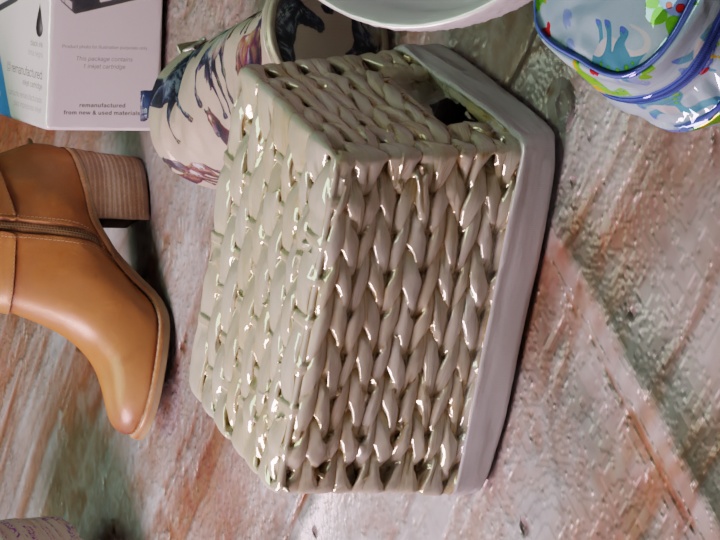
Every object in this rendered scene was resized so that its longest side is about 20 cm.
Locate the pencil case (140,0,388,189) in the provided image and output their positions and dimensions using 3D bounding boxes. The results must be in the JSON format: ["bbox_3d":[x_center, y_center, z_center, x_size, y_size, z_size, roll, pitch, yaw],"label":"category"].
[{"bbox_3d":[-0.055,-0.108,1.391,0.200,0.077,0.090,-24,90,62],"label":"pencil case"}]

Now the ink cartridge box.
[{"bbox_3d":[-0.192,-0.200,1.654,0.144,0.084,0.202,19,108,62],"label":"ink cartridge box"}]

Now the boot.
[{"bbox_3d":[-0.211,0.016,1.626,0.074,0.154,0.201,-37,59,58],"label":"boot"}]

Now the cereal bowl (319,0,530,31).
[{"bbox_3d":[0.044,-0.209,1.142,0.199,0.083,0.202,2,95,33],"label":"cereal bowl"}]

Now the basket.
[{"bbox_3d":[0.000,0.000,1.237,0.136,0.123,0.201,45,130,53],"label":"basket"}]

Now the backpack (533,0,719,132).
[{"bbox_3d":[0.144,-0.152,0.944,0.163,0.153,0.201,38,138,49],"label":"backpack"}]

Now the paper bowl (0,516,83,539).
[{"bbox_3d":[-0.213,0.268,1.703,0.200,0.104,0.202,-173,82,-64],"label":"paper bowl"}]
